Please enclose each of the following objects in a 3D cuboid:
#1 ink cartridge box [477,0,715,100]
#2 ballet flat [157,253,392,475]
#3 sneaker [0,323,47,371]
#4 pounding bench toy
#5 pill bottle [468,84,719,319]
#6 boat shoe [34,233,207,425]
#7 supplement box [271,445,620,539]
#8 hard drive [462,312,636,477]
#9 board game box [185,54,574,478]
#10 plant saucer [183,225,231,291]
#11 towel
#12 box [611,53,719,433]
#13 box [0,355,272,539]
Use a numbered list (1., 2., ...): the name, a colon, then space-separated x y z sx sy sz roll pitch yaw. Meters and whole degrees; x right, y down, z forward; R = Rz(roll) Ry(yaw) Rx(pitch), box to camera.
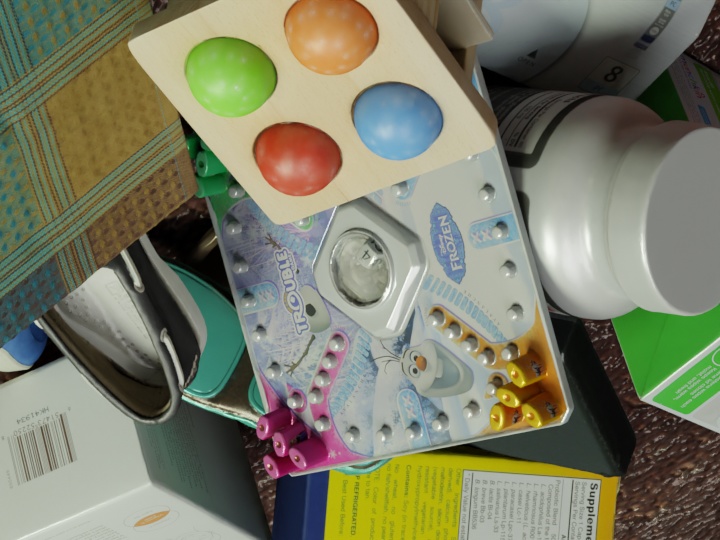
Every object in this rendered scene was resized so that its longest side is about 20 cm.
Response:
1. ink cartridge box: 0.132 -0.177 1.000 0.159 0.048 0.200 19 132 -33
2. ballet flat: -0.066 0.058 1.125 0.199 0.068 0.070 31 173 5
3. sneaker: -0.164 -0.020 1.064 0.110 0.077 0.201 -3 133 0
4. pounding bench toy: -0.033 -0.145 0.875 0.123 0.157 0.200 -19 130 28
5. pill bottle: 0.100 -0.037 1.023 0.199 0.117 0.116 12 164 46
6. boat shoe: -0.147 -0.003 0.985 0.073 0.061 0.201 -18 125 20
7. supplement box: 0.049 0.165 1.208 0.198 0.110 0.109 6 179 -12
8. hard drive: 0.051 0.060 1.129 0.198 0.033 0.140 10 151 30
9. board game box: 0.000 0.000 1.014 0.199 0.202 0.026 -15 -179 39
10. plant saucer: -0.019 0.007 1.180 0.198 0.030 0.201 -9 139 -8
11. towel: -0.147 -0.073 0.882 0.146 0.022 0.201 -40 141 -26
12. box: 0.221 -0.007 1.106 0.176 0.201 0.097 22 129 -38
13. box: -0.152 0.132 1.191 0.123 0.098 0.200 -23 155 10
